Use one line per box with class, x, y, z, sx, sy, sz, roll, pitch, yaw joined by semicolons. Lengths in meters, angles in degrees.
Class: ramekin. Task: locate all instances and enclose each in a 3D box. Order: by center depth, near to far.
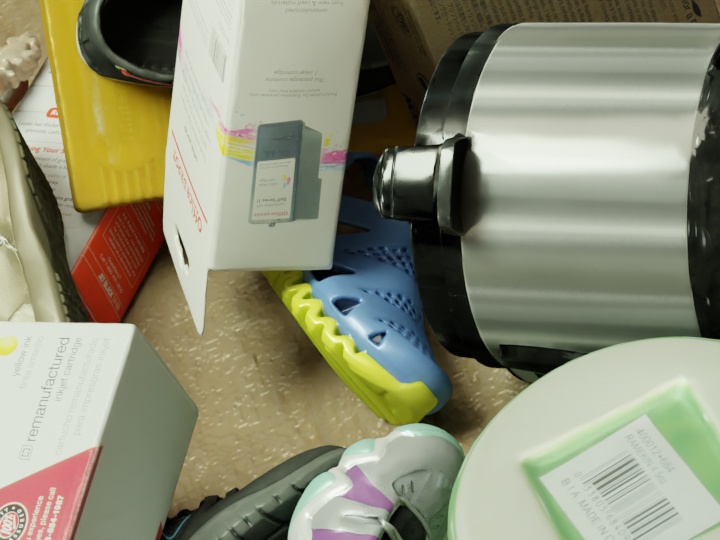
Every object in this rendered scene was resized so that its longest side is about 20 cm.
ramekin;0.135;0.124;1.317;0.200;0.098;0.200;-13;44;13

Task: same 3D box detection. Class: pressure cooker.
pressure cooker;0.110;-0.035;1.430;0.200;0.176;0.179;3;46;23

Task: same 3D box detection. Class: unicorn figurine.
unicorn figurine;-0.255;-0.087;1.721;0.200;0.074;0.137;-13;34;31

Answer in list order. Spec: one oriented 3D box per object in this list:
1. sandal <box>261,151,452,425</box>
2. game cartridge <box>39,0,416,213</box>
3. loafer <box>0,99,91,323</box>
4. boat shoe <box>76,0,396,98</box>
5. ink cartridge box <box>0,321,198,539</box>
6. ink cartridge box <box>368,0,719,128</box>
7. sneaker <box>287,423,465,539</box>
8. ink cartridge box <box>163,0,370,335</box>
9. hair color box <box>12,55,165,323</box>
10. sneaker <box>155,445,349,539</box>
sandal;0.000;0.000;1.513;0.087;0.079;0.200;-35;45;0
game cartridge;-0.069;-0.132;1.588;0.200;0.176;0.032;-10;-1;-12
loafer;-0.190;-0.011;1.535;0.067;0.076;0.200;-21;50;1
boat shoe;-0.047;-0.126;1.548;0.201;0.074;0.063;-1;0;-11
ink cartridge box;-0.197;0.103;1.403;0.200;0.083;0.145;1;58;24
ink cartridge box;0.091;-0.146;1.527;0.165;0.200;0.075;-35;43;-12
sneaker;0.006;0.164;1.338;0.200;0.078;0.140;-51;31;-12
ink cartridge box;-0.050;-0.078;1.472;0.067;0.200;0.117;-1;33;-16
hair color box;-0.151;-0.057;1.656;0.101;0.061;0.200;6;52;29
sneaker;-0.086;0.139;1.424;0.200;0.073;0.082;-34;44;-9
